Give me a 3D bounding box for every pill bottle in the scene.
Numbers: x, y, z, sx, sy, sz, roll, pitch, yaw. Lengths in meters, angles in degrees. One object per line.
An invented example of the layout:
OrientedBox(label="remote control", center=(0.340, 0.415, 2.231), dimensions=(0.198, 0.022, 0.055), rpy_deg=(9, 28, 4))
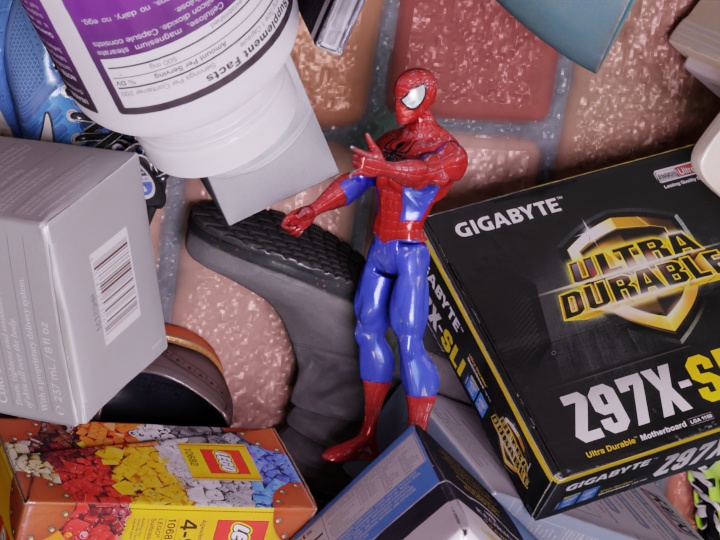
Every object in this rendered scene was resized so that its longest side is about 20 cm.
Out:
OrientedBox(label="pill bottle", center=(-0.097, -0.138, 1.098), dimensions=(0.112, 0.112, 0.200), rpy_deg=(-28, 131, -4))

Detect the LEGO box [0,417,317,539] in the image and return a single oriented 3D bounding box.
OrientedBox(label="LEGO box", center=(-0.123, 0.177, 1.243), dimensions=(0.149, 0.077, 0.200), rpy_deg=(4, 119, -24))

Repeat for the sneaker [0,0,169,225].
OrientedBox(label="sneaker", center=(-0.128, -0.063, 1.205), dimensions=(0.078, 0.089, 0.200), rpy_deg=(-22, 118, -41))

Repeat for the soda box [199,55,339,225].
OrientedBox(label="soda box", center=(-0.080, -0.127, 1.220), dimensions=(0.063, 0.068, 0.200), rpy_deg=(-25, 116, -5))

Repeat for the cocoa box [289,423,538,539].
OrientedBox(label="cocoa box", center=(0.056, 0.197, 1.175), dimensions=(0.133, 0.131, 0.200), rpy_deg=(-44, 110, 6))

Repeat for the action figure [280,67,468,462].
OrientedBox(label="action figure", center=(0.000, 0.000, 1.213), dimensions=(0.099, 0.065, 0.200), rpy_deg=(2, 99, -45))

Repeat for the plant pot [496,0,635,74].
OrientedBox(label="plant pot", center=(0.098, -0.213, 1.186), dimensions=(0.135, 0.200, 0.200), rpy_deg=(27, 102, 4))

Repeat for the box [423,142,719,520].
OrientedBox(label="box", center=(0.141, 0.024, 1.274), dimensions=(0.200, 0.160, 0.049), rpy_deg=(-15, 154, -24))

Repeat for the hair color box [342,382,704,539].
OrientedBox(label="hair color box", center=(0.097, 0.132, 1.320), dimensions=(0.200, 0.099, 0.061), rpy_deg=(21, 109, -41))

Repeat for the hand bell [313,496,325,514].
OrientedBox(label="hand bell", center=(0.003, 0.178, 1.340), dimensions=(0.104, 0.104, 0.200), rpy_deg=(-40, 116, 2))

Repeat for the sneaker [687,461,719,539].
OrientedBox(label="sneaker", center=(0.217, 0.137, 1.405), dimensions=(0.083, 0.072, 0.200), rpy_deg=(-45, 116, 6))

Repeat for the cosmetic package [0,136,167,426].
OrientedBox(label="cosmetic package", center=(-0.197, -0.004, 1.163), dimensions=(0.200, 0.090, 0.107), rpy_deg=(5, 118, 26))

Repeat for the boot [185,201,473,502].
OrientedBox(label="boot", center=(-0.023, 0.054, 1.309), dimensions=(0.200, 0.070, 0.132), rpy_deg=(25, 107, -19))

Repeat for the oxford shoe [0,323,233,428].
OrientedBox(label="oxford shoe", center=(-0.159, 0.053, 1.263), dimensions=(0.200, 0.073, 0.071), rpy_deg=(5, 109, -18))

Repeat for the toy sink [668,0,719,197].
OrientedBox(label="toy sink", center=(0.249, -0.109, 1.296), dimensions=(0.130, 0.112, 0.200), rpy_deg=(35, 92, -25))

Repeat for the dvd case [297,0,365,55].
OrientedBox(label="dvd case", center=(0.005, -0.188, 1.146), dimensions=(0.016, 0.200, 0.149), rpy_deg=(22, 103, -13))
